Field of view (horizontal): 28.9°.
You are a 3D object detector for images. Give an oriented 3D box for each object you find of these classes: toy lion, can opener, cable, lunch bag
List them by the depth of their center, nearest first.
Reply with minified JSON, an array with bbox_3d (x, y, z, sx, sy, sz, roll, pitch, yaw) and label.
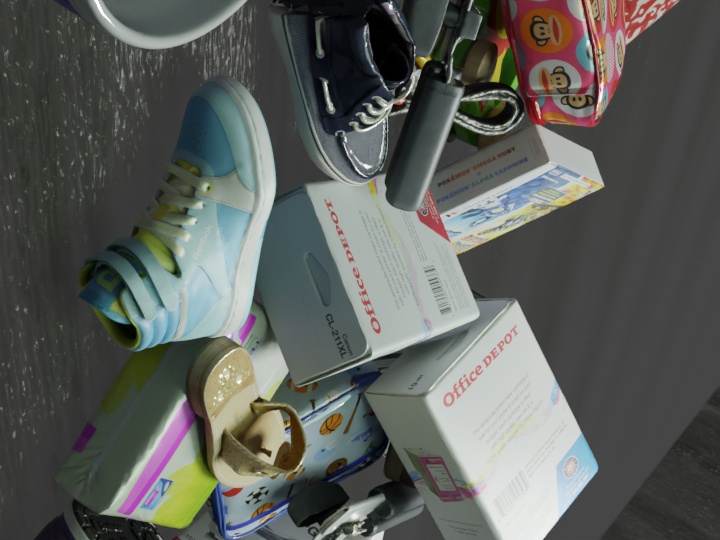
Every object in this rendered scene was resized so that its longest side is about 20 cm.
[{"bbox_3d":[0.046,-0.146,1.094,0.053,0.066,0.201,-91,-161,-62],"label":"can opener"},{"bbox_3d":[0.055,-0.141,1.149,0.199,0.050,0.097,26,104,-35],"label":"cable"},{"bbox_3d":[0.182,-0.242,1.196,0.177,0.081,0.201,-62,147,-44],"label":"lunch bag"},{"bbox_3d":[0.126,-0.227,1.277,0.192,0.068,0.200,-61,159,-15],"label":"toy lion"},{"bbox_3d":[-0.059,0.156,1.283,0.199,0.076,0.161,-25,142,-21],"label":"lunch bag"},{"bbox_3d":[0.010,0.215,1.313,0.053,0.067,0.200,-45,158,23],"label":"can opener"}]

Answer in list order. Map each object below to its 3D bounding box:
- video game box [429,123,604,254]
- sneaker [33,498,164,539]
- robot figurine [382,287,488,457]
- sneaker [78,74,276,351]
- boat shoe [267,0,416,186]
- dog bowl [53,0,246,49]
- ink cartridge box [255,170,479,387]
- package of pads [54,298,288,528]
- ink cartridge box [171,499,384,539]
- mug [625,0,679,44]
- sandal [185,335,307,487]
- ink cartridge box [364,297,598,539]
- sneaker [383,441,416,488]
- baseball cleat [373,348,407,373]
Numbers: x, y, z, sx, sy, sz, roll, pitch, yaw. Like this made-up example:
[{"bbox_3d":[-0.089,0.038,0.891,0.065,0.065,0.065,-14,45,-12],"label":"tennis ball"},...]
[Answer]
[{"bbox_3d":[0.125,-0.072,1.353,0.181,0.047,0.200,-23,168,22],"label":"video game box"},{"bbox_3d":[-0.220,0.238,1.147,0.087,0.076,0.200,-38,157,2],"label":"sneaker"},{"bbox_3d":[0.068,0.106,1.489,0.201,0.125,0.150,-60,147,3],"label":"robot figurine"},{"bbox_3d":[-0.131,-0.030,0.961,0.130,0.079,0.201,-19,125,-42],"label":"sneaker"},{"bbox_3d":[0.001,-0.129,1.030,0.075,0.092,0.200,-49,141,-22],"label":"boat shoe"},{"bbox_3d":[-0.107,-0.226,0.753,0.200,0.079,0.201,-46,154,-30],"label":"dog bowl"},{"bbox_3d":[0.000,0.000,1.164,0.083,0.147,0.200,-24,175,31],"label":"ink cartridge box"},{"bbox_3d":[-0.139,0.108,1.126,0.201,0.068,0.154,-57,157,-2],"label":"package of pads"},{"bbox_3d":[-0.093,0.284,1.341,0.200,0.146,0.083,-40,154,-40],"label":"ink cartridge box"},{"bbox_3d":[0.259,-0.316,1.364,0.200,0.133,0.178,-43,139,-23],"label":"mug"},{"bbox_3d":[-0.077,0.133,1.098,0.078,0.069,0.212,-48,151,-20],"label":"sandal"},{"bbox_3d":[0.113,0.145,1.270,0.144,0.084,0.201,-42,116,-33],"label":"ink cartridge box"},{"bbox_3d":[0.082,0.118,1.353,0.070,0.075,0.201,109,0,-70],"label":"sneaker"},{"bbox_3d":[0.004,0.071,1.376,0.200,0.070,0.107,-54,158,-14],"label":"baseball cleat"}]
